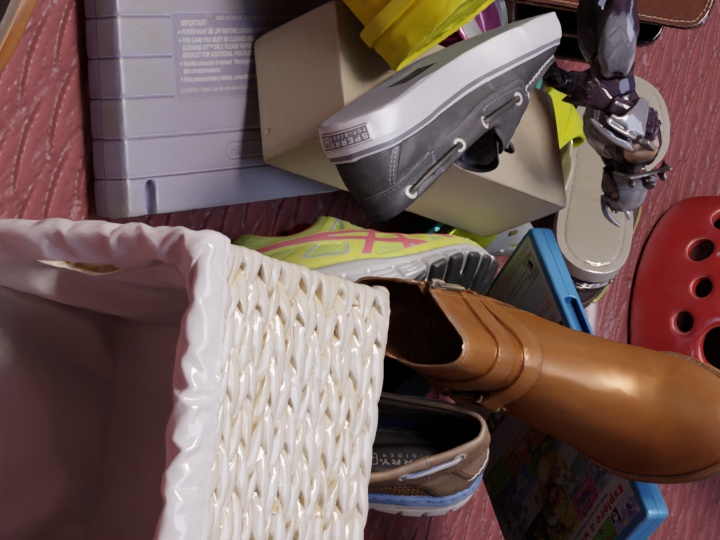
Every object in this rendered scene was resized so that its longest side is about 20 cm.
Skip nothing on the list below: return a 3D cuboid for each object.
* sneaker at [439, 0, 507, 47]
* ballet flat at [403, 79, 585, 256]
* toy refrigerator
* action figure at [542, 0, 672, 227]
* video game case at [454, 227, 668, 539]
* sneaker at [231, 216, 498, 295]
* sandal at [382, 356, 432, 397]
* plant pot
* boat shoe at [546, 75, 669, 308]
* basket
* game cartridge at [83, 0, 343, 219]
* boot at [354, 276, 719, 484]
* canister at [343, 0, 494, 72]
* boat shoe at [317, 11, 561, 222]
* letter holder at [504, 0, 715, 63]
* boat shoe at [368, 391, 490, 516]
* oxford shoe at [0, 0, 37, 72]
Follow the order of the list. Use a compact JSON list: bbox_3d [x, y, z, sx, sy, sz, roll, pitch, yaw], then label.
[{"bbox_3d":[0.057,-0.173,1.197,0.088,0.081,0.200,-54,131,-33],"label":"sneaker"},{"bbox_3d":[0.094,-0.050,1.255,0.067,0.067,0.200,49,49,-14],"label":"ballet flat"},{"bbox_3d":[0.030,-0.081,1.109,0.200,0.070,0.076,15,62,-47],"label":"toy refrigerator"},{"bbox_3d":[0.142,-0.123,1.120,0.069,0.130,0.201,-9,104,-13],"label":"action figure"},{"bbox_3d":[0.111,0.096,1.166,0.018,0.143,0.201,0,54,-27],"label":"video game case"},{"bbox_3d":[0.000,0.000,1.124,0.199,0.090,0.078,-2,126,-48],"label":"sneaker"},{"bbox_3d":[-0.016,0.091,1.127,0.200,0.076,0.043,-56,134,-48],"label":"sandal"},{"bbox_3d":[0.330,0.044,1.478,0.200,0.182,0.202,-4,95,-54],"label":"plant pot"},{"bbox_3d":[0.168,-0.057,1.362,0.060,0.072,0.201,111,-1,-50],"label":"boat shoe"},{"bbox_3d":[-0.107,0.087,0.905,0.161,0.197,0.201,16,79,-53],"label":"basket"},{"bbox_3d":[-0.073,-0.101,1.075,0.200,0.038,0.130,-9,95,-51],"label":"game cartridge"},{"bbox_3d":[0.096,0.056,1.032,0.155,0.199,0.074,26,79,-53],"label":"boot"},{"bbox_3d":[0.000,-0.220,1.042,0.200,0.087,0.148,49,35,1],"label":"canister"},{"bbox_3d":[0.053,-0.081,1.026,0.200,0.070,0.067,-37,108,-51],"label":"boat shoe"},{"bbox_3d":[0.179,-0.244,1.279,0.101,0.141,0.201,65,36,-75],"label":"letter holder"},{"bbox_3d":[-0.027,0.089,1.035,0.199,0.072,0.073,-1,57,-15],"label":"boat shoe"},{"bbox_3d":[-0.154,-0.169,0.940,0.071,0.071,0.201,43,57,-50],"label":"oxford shoe"}]
